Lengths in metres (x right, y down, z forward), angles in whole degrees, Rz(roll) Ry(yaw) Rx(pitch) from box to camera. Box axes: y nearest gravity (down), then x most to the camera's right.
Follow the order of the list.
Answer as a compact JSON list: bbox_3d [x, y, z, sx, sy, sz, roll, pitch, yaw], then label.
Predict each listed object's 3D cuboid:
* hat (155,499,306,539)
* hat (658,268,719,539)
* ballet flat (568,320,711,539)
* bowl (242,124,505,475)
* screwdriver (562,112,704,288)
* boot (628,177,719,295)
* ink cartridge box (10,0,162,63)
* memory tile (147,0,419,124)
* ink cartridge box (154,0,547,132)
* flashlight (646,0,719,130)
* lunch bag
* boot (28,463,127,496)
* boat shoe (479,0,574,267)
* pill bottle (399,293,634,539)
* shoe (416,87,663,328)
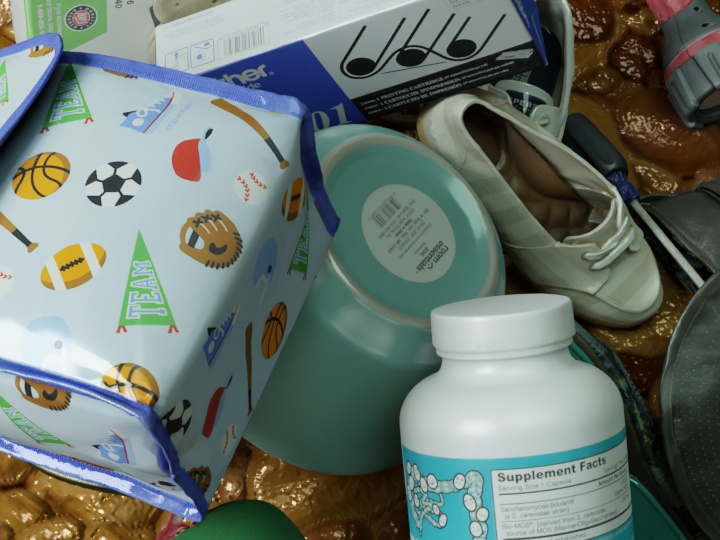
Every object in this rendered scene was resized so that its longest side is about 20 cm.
[{"bbox_3d":[-0.073,0.137,0.694,0.165,0.200,0.177,39,20,-35],"label":"hat"},{"bbox_3d":[0.245,0.071,0.759,0.199,0.081,0.202,0,89,-12],"label":"hat"},{"bbox_3d":[0.137,0.094,0.752,0.074,0.074,0.201,-36,103,-25],"label":"ballet flat"},{"bbox_3d":[0.000,0.000,0.750,0.200,0.105,0.202,15,58,-24],"label":"bowl"},{"bbox_3d":[0.179,-0.034,0.847,0.028,0.029,0.200,-25,47,-8],"label":"screwdriver"},{"bbox_3d":[0.289,-0.009,0.860,0.173,0.070,0.200,-28,51,-22],"label":"boot"},{"bbox_3d":[-0.110,-0.172,0.834,0.199,0.146,0.084,-12,64,-16],"label":"ink cartridge box"},{"bbox_3d":[-0.029,-0.133,0.818,0.198,0.154,0.017,-2,62,-14],"label":"memory tile"},{"bbox_3d":[-0.006,-0.124,0.761,0.199,0.094,0.045,-15,62,19],"label":"ink cartridge box"},{"bbox_3d":[0.210,-0.196,0.952,0.068,0.068,0.201,-17,67,-15],"label":"flashlight"},{"bbox_3d":[-0.134,-0.008,0.610,0.199,0.124,0.171,16,60,18],"label":"lunch bag"},{"bbox_3d":[-0.173,0.036,0.713,0.199,0.139,0.078,28,61,5],"label":"boot"},{"bbox_3d":[0.095,-0.096,0.875,0.073,0.065,0.201,14,61,-3],"label":"boat shoe"},{"bbox_3d":[0.078,0.116,0.670,0.110,0.111,0.202,-7,95,-14],"label":"pill bottle"},{"bbox_3d":[0.114,-0.035,0.815,0.200,0.053,0.070,41,75,-17],"label":"shoe"}]
